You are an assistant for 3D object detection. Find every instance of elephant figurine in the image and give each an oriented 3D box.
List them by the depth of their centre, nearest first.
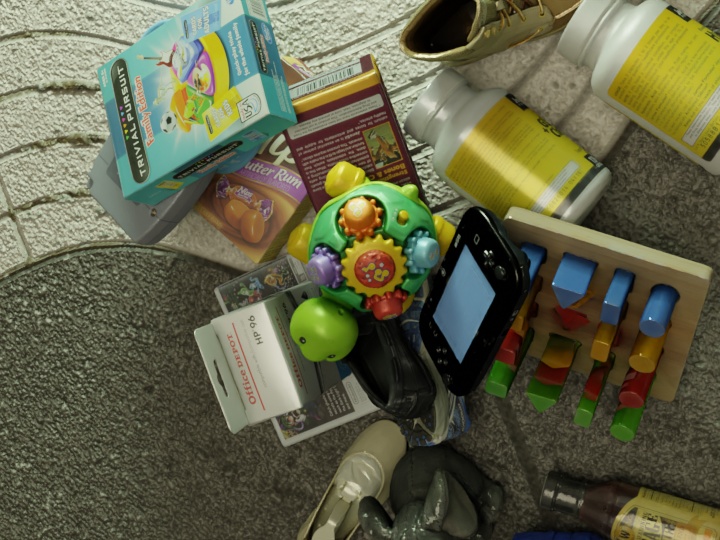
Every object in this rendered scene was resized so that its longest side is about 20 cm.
[{"bbox_3d":[0.070,0.266,1.279,0.155,0.200,0.142,28,106,13],"label":"elephant figurine"}]

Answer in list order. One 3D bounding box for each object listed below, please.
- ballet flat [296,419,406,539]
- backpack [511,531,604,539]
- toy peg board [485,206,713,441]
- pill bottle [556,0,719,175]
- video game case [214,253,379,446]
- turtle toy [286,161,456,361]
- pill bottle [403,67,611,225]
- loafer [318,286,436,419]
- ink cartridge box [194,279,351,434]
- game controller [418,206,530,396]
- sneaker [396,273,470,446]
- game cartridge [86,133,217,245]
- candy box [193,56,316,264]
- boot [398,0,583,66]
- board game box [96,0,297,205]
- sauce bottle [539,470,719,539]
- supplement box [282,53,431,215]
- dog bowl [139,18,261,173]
[{"bbox_3d":[-0.013,0.258,1.379,0.069,0.069,0.200,33,106,12],"label":"ballet flat"},{"bbox_3d":[0.213,0.356,1.247,0.167,0.200,0.163,0,96,9],"label":"backpack"},{"bbox_3d":[0.216,0.065,1.201,0.200,0.098,0.199,18,143,15],"label":"toy peg board"},{"bbox_3d":[0.293,-0.190,1.185,0.200,0.111,0.111,36,107,10],"label":"pill bottle"},{"bbox_3d":[-0.049,0.076,1.388,0.181,0.023,0.200,-24,90,20],"label":"video game case"},{"bbox_3d":[0.000,0.000,1.210,0.146,0.101,0.200,29,109,-14],"label":"turtle toy"},{"bbox_3d":[0.144,-0.113,1.246,0.200,0.112,0.112,39,108,9],"label":"pill bottle"},{"bbox_3d":[0.006,0.071,1.285,0.068,0.070,0.201,-53,50,25],"label":"loafer"},{"bbox_3d":[-0.087,0.086,1.283,0.068,0.200,0.116,-20,92,20],"label":"ink cartridge box"},{"bbox_3d":[0.105,0.032,1.187,0.104,0.042,0.200,53,144,27],"label":"game controller"},{"bbox_3d":[0.074,0.090,1.327,0.077,0.085,0.201,-21,69,44],"label":"sneaker"},{"bbox_3d":[-0.205,-0.133,1.304,0.133,0.040,0.200,46,110,33],"label":"game cartridge"},{"bbox_3d":[-0.092,-0.121,1.357,0.117,0.056,0.200,40,107,11],"label":"candy box"},{"bbox_3d":[0.141,-0.258,1.203,0.200,0.155,0.073,-21,91,20],"label":"boot"},{"bbox_3d":[-0.168,-0.175,1.232,0.200,0.047,0.151,-26,70,30],"label":"board game box"},{"bbox_3d":[0.286,0.256,1.277,0.199,0.066,0.066,12,102,18],"label":"sauce bottle"},{"bbox_3d":[-0.002,-0.104,1.268,0.110,0.086,0.200,-20,112,6],"label":"supplement box"},{"bbox_3d":[-0.181,-0.195,1.344,0.112,0.050,0.200,-48,61,21],"label":"dog bowl"}]
